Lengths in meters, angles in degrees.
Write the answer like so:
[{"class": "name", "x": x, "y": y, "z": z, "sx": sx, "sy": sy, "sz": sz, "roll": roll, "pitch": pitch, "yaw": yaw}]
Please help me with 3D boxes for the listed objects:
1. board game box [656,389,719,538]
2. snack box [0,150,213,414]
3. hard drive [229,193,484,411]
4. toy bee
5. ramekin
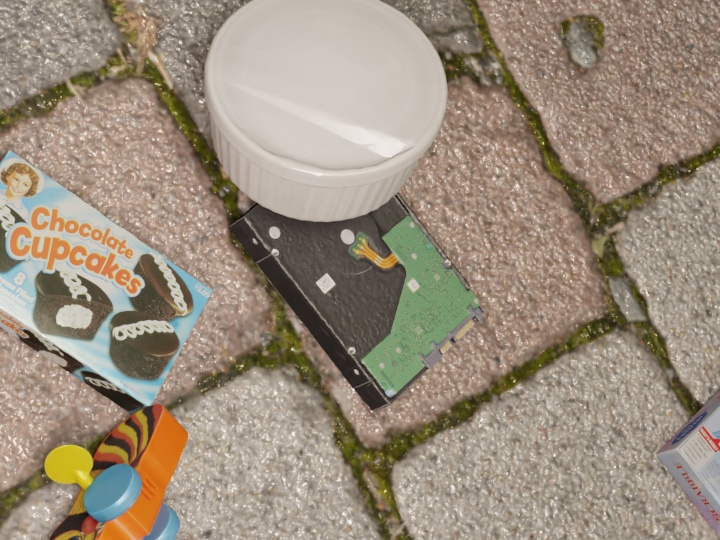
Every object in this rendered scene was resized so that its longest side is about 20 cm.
[{"class": "board game box", "x": 0.399, "y": 0.181, "z": 1.924, "sx": 0.199, "sy": 0.041, "sz": 0.200, "roll": -40, "pitch": 96, "yaw": -25}, {"class": "snack box", "x": -0.226, "y": 0.010, "z": 1.647, "sx": 0.200, "sy": 0.037, "sz": 0.116, "roll": 35, "pitch": 61, "yaw": -15}, {"class": "hard drive", "x": 0.000, "y": 0.000, "z": 1.774, "sx": 0.140, "sy": 0.038, "sz": 0.200, "roll": -42, "pitch": 96, "yaw": -31}, {"class": "toy bee", "x": -0.200, "y": 0.189, "z": 1.579, "sx": 0.131, "sy": 0.109, "sz": 0.200, "roll": 63, "pitch": 26, "yaw": -14}, {"class": "ramekin", "x": -0.034, "y": -0.130, "z": 1.728, "sx": 0.202, "sy": 0.094, "sz": 0.203, "roll": 6, "pitch": 54, "yaw": -8}]
